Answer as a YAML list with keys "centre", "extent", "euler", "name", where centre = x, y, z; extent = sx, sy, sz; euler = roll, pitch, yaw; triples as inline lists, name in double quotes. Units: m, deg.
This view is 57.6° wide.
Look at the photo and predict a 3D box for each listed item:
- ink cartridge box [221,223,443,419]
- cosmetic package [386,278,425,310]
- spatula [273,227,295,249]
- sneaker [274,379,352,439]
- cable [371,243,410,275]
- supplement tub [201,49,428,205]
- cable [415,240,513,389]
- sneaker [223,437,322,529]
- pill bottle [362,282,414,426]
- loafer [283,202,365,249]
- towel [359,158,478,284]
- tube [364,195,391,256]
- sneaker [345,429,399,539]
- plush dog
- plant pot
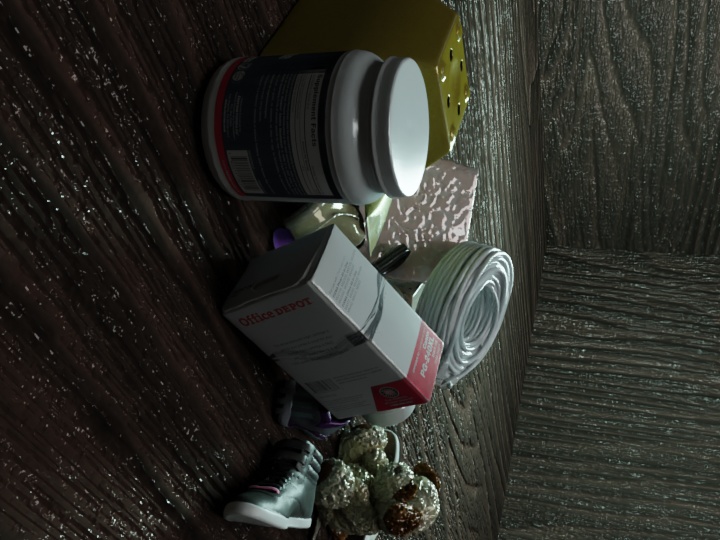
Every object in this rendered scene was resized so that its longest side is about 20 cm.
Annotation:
- centre: [-0.027, 0.062, 0.701]
  extent: [0.200, 0.143, 0.084]
  euler: [47, 46, -26]
  name: "ink cartridge box"
- centre: [0.069, 0.090, 1.085]
  extent: [0.104, 0.072, 0.204]
  euler: [-46, 146, -50]
  name: "cosmetic package"
- centre: [-0.061, -0.016, 0.851]
  extent: [0.200, 0.020, 0.058]
  euler: [20, 52, -72]
  name: "spatula"
- centre: [-0.035, 0.191, 0.869]
  extent: [0.199, 0.085, 0.077]
  euler: [31, 66, -66]
  name: "sneaker"
- centre: [0.000, 0.000, 0.880]
  extent: [0.199, 0.050, 0.098]
  euler: [-41, 163, -36]
  name: "cable"
- centre: [-0.043, -0.138, 0.642]
  extent: [0.140, 0.195, 0.145]
  euler: [4, 90, -68]
  name: "supplement tub"
- centre: [0.154, 0.058, 0.968]
  extent: [0.198, 0.068, 0.205]
  euler: [-13, 118, -51]
  name: "cable"
- centre: [-0.097, 0.240, 0.754]
  extent: [0.200, 0.069, 0.102]
  euler: [55, 42, -66]
  name: "sneaker"
- centre: [0.025, 0.127, 0.973]
  extent: [0.115, 0.111, 0.204]
  euler: [-60, 147, -46]
  name: "pill bottle"
- centre: [-0.031, -0.054, 0.817]
  extent: [0.069, 0.075, 0.200]
  euler: [60, 18, 4]
  name: "loafer"
- centre: [0.075, -0.080, 0.984]
  extent: [0.032, 0.195, 0.197]
  euler: [-172, -87, -69]
  name: "towel"
- centre: [0.028, -0.125, 0.888]
  extent: [0.058, 0.051, 0.204]
  euler: [34, 53, -32]
  name: "tube"
- centre: [0.013, 0.358, 1.057]
  extent: [0.204, 0.071, 0.085]
  euler: [-67, 157, -16]
  name: "sneaker"
- centre: [0.030, 0.330, 0.943]
  extent: [0.199, 0.167, 0.165]
  euler: [-24, 115, -65]
  name: "plush dog"
- centre: [0.025, -0.227, 0.798]
  extent: [0.198, 0.195, 0.197]
  euler: [70, 33, -44]
  name: "plant pot"
